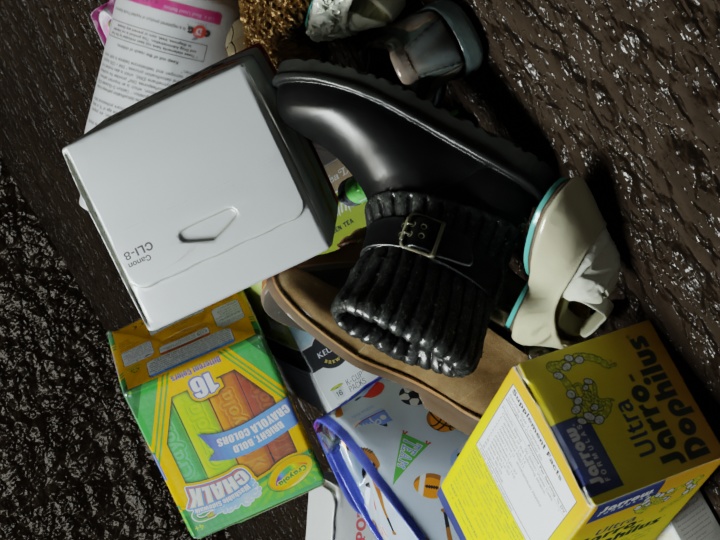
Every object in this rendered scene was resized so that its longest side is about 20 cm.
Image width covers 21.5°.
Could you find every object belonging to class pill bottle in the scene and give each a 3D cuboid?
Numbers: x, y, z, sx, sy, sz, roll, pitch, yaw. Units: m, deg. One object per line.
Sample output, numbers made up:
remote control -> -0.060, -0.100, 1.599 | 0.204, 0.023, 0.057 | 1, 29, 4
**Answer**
pill bottle -> -0.169, -0.141, 1.595 | 0.113, 0.113, 0.201 | 30, 107, 60

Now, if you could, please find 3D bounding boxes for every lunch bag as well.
lunch bag -> 0.082, 0.159, 1.510 | 0.200, 0.170, 0.124 | 53, 159, 14

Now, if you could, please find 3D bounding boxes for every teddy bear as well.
teddy bear -> -0.071, -0.209, 1.484 | 0.146, 0.067, 0.200 | 61, 164, -1

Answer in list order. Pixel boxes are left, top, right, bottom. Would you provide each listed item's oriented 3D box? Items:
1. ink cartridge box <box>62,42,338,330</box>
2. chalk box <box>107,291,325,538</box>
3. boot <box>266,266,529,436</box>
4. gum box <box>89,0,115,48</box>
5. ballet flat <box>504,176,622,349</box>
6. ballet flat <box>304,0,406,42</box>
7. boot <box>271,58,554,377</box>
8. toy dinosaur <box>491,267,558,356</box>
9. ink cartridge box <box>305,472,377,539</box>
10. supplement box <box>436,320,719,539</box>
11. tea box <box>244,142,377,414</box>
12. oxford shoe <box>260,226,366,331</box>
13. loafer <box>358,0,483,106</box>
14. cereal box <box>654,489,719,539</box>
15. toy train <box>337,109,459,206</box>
ink cartridge box -> -0.109, -0.066, 1.374 | 0.200, 0.145, 0.145 | -91, -25, -79
chalk box -> -0.113, 0.132, 1.590 | 0.124, 0.124, 0.201 | -120, 7, -63
boot -> 0.029, 0.039, 1.330 | 0.199, 0.076, 0.074 | 29, -160, -13
gum box -> -0.150, -0.172, 1.704 | 0.066, 0.113, 0.201 | 35, 152, 58
ballet flat -> 0.141, 0.003, 1.252 | 0.070, 0.069, 0.200 | 53, 165, 18
ballet flat -> 0.003, -0.199, 1.283 | 0.072, 0.072, 0.200 | 55, 164, 12
boot -> 0.010, -0.037, 1.251 | 0.210, 0.158, 0.079 | 26, 170, 10
toy dinosaur -> 0.092, 0.027, 1.387 | 0.200, 0.088, 0.047 | 57, 180, 11
ink cartridge box -> 0.054, 0.248, 1.620 | 0.083, 0.199, 0.146 | -168, 82, -70
supplement box -> 0.145, 0.139, 1.288 | 0.109, 0.109, 0.200 | 62, 154, 22
tea box -> -0.042, -0.003, 1.641 | 0.197, 0.133, 0.200 | 63, 166, -16
oxford shoe -> 0.000, 0.000, 1.417 | 0.071, 0.199, 0.071 | 57, 132, 30
loafer -> 0.024, -0.140, 1.323 | 0.072, 0.063, 0.200 | 59, 164, -1
cereal box -> 0.238, 0.230, 1.391 | 0.201, 0.039, 0.144 | 62, 162, -6
toy train -> 0.030, -0.077, 1.414 | 0.042, 0.056, 0.200 | 60, 161, -2
